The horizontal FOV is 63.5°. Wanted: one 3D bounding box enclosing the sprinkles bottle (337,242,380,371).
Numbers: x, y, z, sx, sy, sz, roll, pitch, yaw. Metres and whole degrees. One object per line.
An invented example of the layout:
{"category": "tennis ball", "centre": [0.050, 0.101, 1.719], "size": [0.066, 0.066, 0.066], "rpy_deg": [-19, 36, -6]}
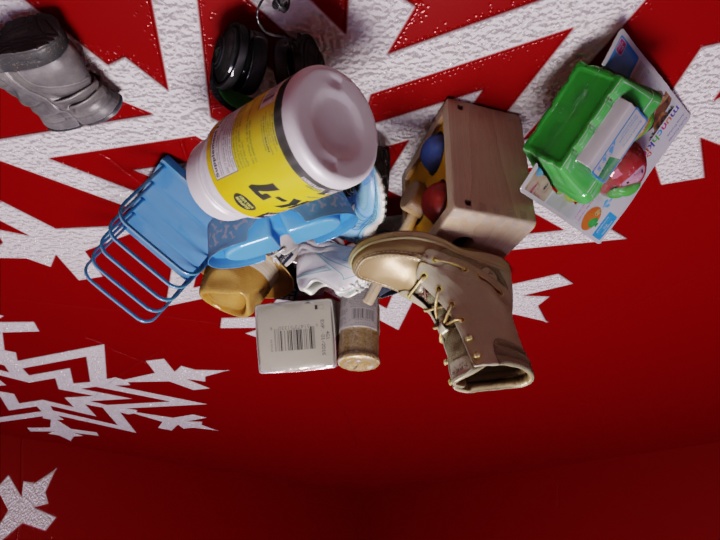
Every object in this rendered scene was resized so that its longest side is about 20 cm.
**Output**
{"category": "sprinkles bottle", "centre": [-0.001, 0.055, 0.933], "size": [0.067, 0.203, 0.069], "rpy_deg": [1, 151, 1]}

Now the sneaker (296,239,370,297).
{"category": "sneaker", "centre": [0.000, 0.000, 0.833], "size": [0.197, 0.081, 0.071], "rpy_deg": [-3, 156, 18]}

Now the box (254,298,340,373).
{"category": "box", "centre": [-0.094, 0.110, 0.992], "size": [0.126, 0.111, 0.200], "rpy_deg": [-5, 174, 4]}

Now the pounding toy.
{"category": "pounding toy", "centre": [0.098, -0.070, 0.723], "size": [0.140, 0.187, 0.200], "rpy_deg": [9, 150, -14]}

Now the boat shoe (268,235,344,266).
{"category": "boat shoe", "centre": [-0.114, -0.043, 0.895], "size": [0.198, 0.071, 0.071], "rpy_deg": [22, 144, -29]}

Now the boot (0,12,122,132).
{"category": "boot", "centre": [-0.379, -0.199, 0.637], "size": [0.197, 0.071, 0.132], "rpy_deg": [1, 156, 9]}

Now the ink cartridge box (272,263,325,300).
{"category": "ink cartridge box", "centre": [-0.109, 0.017, 1.044], "size": [0.093, 0.038, 0.201], "rpy_deg": [6, 152, -10]}

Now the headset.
{"category": "headset", "centre": [-0.091, -0.225, 0.598], "size": [0.122, 0.095, 0.200], "rpy_deg": [3, 166, -13]}

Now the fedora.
{"category": "fedora", "centre": [-0.208, 0.022, 0.964], "size": [0.198, 0.083, 0.201], "rpy_deg": [14, 151, 8]}

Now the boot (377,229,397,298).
{"category": "boot", "centre": [0.094, -0.024, 0.880], "size": [0.198, 0.098, 0.074], "rpy_deg": [-17, 168, 31]}

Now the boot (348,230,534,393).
{"category": "boot", "centre": [0.085, 0.045, 0.614], "size": [0.197, 0.156, 0.072], "rpy_deg": [11, 141, -19]}

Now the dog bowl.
{"category": "dog bowl", "centre": [-0.103, -0.058, 0.741], "size": [0.197, 0.050, 0.112], "rpy_deg": [-18, 169, -1]}

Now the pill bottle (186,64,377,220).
{"category": "pill bottle", "centre": [-0.088, -0.118, 0.595], "size": [0.198, 0.116, 0.114], "rpy_deg": [-12, 151, 44]}

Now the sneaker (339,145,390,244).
{"category": "sneaker", "centre": [-0.011, -0.094, 0.798], "size": [0.089, 0.079, 0.201], "rpy_deg": [9, 150, -7]}

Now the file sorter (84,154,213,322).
{"category": "file sorter", "centre": [-0.287, -0.032, 0.823], "size": [0.139, 0.123, 0.199], "rpy_deg": [42, 138, -13]}

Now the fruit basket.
{"category": "fruit basket", "centre": [0.283, -0.132, 0.650], "size": [0.198, 0.094, 0.187], "rpy_deg": [23, 106, -36]}
